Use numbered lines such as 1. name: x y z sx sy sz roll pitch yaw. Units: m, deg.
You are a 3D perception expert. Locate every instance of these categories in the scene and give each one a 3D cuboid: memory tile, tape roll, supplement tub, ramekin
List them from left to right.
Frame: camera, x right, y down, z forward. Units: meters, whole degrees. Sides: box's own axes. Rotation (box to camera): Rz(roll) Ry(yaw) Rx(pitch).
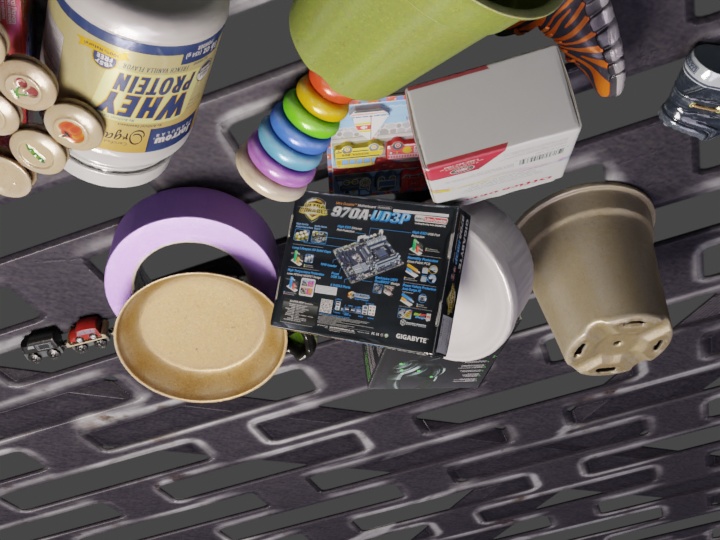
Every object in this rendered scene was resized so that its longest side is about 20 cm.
1. memory tile: -0.320 -0.147 0.726 0.153 0.017 0.200 -21 130 32
2. supplement tub: -0.206 -0.184 0.783 0.144 0.145 0.200 8 140 -21
3. tape roll: -0.197 0.002 1.055 0.199 0.066 0.201 -2 126 -3
4. ramekin: 0.114 0.000 1.065 0.094 0.202 0.203 -36 164 -42

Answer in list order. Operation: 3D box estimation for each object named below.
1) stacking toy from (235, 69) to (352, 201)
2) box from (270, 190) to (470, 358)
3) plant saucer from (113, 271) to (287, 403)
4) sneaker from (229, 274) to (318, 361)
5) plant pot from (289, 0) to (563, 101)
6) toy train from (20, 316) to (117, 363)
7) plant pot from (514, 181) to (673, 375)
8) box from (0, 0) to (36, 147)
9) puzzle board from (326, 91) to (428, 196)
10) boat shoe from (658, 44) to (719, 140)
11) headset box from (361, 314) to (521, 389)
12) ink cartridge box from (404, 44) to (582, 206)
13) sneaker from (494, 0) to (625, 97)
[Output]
1. stacking toy: -0.047 -0.166 0.908 0.085 0.086 0.200 17 129 -31
2. box: 0.009 0.001 0.978 0.199 0.160 0.046 7 173 24
3. plant saucer: -0.185 0.072 1.046 0.199 0.036 0.201 -3 127 -4
4. sneaker: -0.135 0.070 1.179 0.199 0.088 0.074 19 135 -31
5. plant pot: 0.037 -0.243 0.748 0.199 0.201 0.190 16 150 -30
6. toy train: -0.363 0.083 1.197 0.199 0.034 0.046 -13 131 7
7. plant pot: 0.303 0.023 1.131 0.199 0.184 0.201 -6 143 -4
8. box: -0.332 -0.204 0.767 0.095 0.100 0.200 3 141 -15
9. puzzle board: 0.061 -0.140 1.004 0.199 0.017 0.151 -7 143 -4
10. boat shoe: 0.432 -0.189 0.981 0.199 0.071 0.091 8 142 -10
11. headset box: 0.103 0.085 1.243 0.173 0.093 0.200 0 144 -13
12. ink cartridge box: 0.128 -0.132 0.882 0.145 0.083 0.200 -15 172 6
13. sneaker: 0.186 -0.240 0.862 0.112 0.078 0.200 -17 132 17
